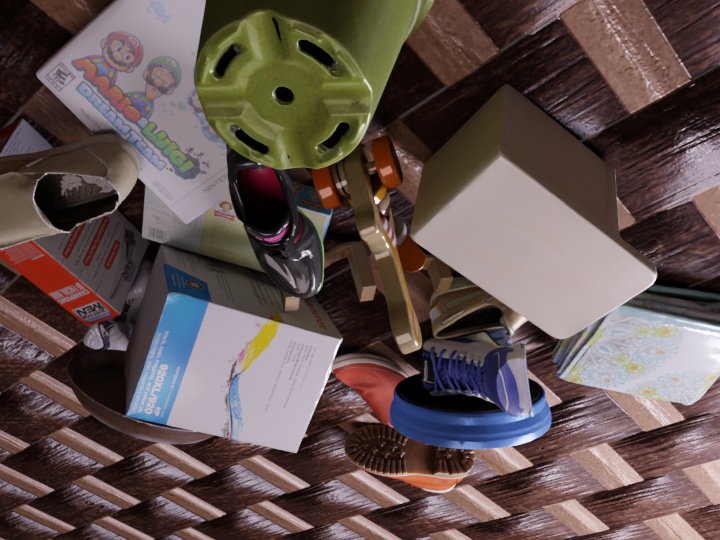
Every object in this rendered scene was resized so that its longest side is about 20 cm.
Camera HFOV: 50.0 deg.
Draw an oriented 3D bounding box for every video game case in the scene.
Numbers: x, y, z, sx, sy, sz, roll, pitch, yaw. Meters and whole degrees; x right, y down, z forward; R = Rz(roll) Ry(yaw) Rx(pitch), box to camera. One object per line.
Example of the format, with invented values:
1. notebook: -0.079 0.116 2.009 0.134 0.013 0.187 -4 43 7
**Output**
1. video game case: -0.165 -0.157 0.712 0.179 0.024 0.200 -28 122 24

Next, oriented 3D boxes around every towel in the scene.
1. towel: 0.340 0.085 0.905 0.194 0.049 0.173 11 142 -2

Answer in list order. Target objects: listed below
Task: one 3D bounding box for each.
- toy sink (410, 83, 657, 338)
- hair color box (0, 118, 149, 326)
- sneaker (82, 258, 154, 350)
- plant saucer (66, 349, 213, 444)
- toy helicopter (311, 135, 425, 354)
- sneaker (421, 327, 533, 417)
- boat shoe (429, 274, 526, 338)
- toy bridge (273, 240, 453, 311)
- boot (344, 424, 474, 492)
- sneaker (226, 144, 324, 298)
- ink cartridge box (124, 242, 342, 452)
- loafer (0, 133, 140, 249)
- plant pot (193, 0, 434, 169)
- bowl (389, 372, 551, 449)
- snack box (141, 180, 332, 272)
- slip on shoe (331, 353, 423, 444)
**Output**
1. toy sink: 0.165 -0.052 0.731 0.197 0.114 0.130 32 135 -17
2. hair color box: -0.329 -0.047 0.834 0.063 0.113 0.201 -17 132 28
3. sneaker: -0.268 0.060 0.975 0.113 0.077 0.199 28 140 -23
4. plant saucer: -0.239 0.146 0.880 0.196 0.200 0.033 21 98 -13
5. toy helicopter: 0.023 -0.020 0.746 0.077 0.205 0.132 -17 169 11
6. sneaker: 0.125 0.118 0.870 0.112 0.199 0.083 -9 96 2
7. boat shoe: 0.169 0.039 0.859 0.196 0.078 0.072 -18 133 28
8. toy bridge: 0.000 0.000 0.847 0.194 0.068 0.028 -6 144 -15
9. boot: 0.067 0.296 1.180 0.194 0.077 0.108 11 145 -3
10. sneaker: -0.086 -0.045 0.732 0.075 0.085 0.203 -10 129 12
11. ink cartridge box: -0.146 0.086 0.859 0.196 0.147 0.148 18 103 -23
12. loafer: -0.298 -0.066 0.707 0.196 0.069 0.077 -22 125 0
13. plant pot: -0.040 -0.183 0.562 0.194 0.193 0.203 5 139 5
14. bowl: 0.132 0.161 0.939 0.195 0.201 0.041 0 99 11
15. snack box: -0.135 -0.059 0.837 0.195 0.038 0.117 16 138 -8
16. slip on shoe: 0.040 0.174 1.051 0.199 0.062 0.073 38 134 -27
